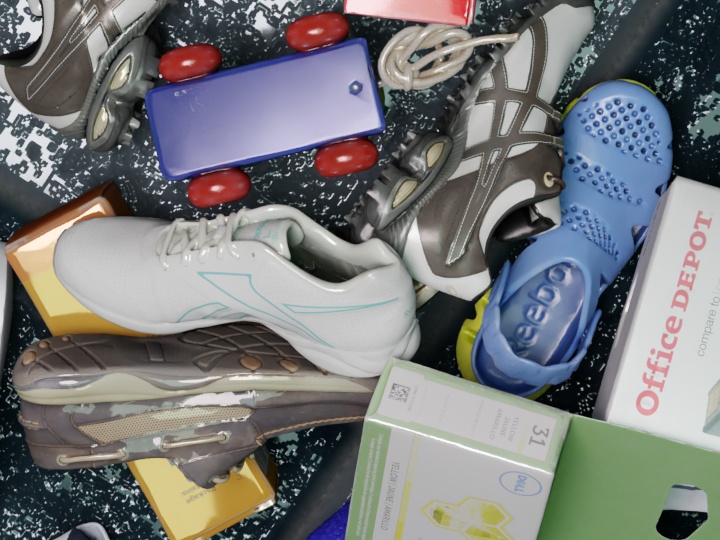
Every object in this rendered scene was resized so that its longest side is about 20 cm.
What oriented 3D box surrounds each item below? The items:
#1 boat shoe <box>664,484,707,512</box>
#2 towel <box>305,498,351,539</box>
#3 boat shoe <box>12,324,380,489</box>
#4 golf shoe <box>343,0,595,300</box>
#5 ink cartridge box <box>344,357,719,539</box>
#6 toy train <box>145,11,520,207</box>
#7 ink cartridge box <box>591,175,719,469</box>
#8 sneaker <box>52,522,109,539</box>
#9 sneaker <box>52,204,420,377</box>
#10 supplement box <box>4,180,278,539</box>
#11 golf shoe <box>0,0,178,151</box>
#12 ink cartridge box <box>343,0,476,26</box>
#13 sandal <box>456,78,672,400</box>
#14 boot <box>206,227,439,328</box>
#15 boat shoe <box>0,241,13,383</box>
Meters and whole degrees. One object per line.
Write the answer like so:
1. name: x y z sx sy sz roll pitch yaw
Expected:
1. boat shoe: 0.185 0.090 1.404 0.202 0.075 0.086 8 101 -5
2. towel: 0.014 0.206 1.393 0.200 0.050 0.148 -37 87 -17
3. boat shoe: -0.087 0.075 1.342 0.200 0.075 0.073 1 110 -6
4. golf shoe: 0.081 -0.066 1.345 0.094 0.078 0.200 38 70 4
5. ink cartridge box: 0.097 0.125 1.325 0.200 0.146 0.048 18 57 6
6. toy train: -0.006 -0.094 1.335 0.200 0.116 0.085 -13 90 9
7. ink cartridge box: 0.238 0.048 1.332 0.200 0.088 0.145 17 84 5
8. sneaker: -0.117 0.204 1.424 0.200 0.070 0.109 1 102 2
9. sneaker: -0.064 -0.006 1.305 0.200 0.070 0.080 10 142 8
10. supplement box: -0.121 0.053 1.399 0.066 0.069 0.200 -28 98 5
11. golf shoe: -0.133 -0.168 1.344 0.094 0.078 0.200 23 99 -5
12. ink cartridge box: 0.028 -0.191 1.286 0.067 0.200 0.116 5 100 -2
13. sandal: 0.119 -0.010 1.379 0.079 0.087 0.200 21 98 -3
14. boot: 0.000 0.000 1.391 0.200 0.074 0.075 -37 90 8
15. boat shoe: -0.239 0.077 1.403 0.066 0.072 0.200 11 109 -7
